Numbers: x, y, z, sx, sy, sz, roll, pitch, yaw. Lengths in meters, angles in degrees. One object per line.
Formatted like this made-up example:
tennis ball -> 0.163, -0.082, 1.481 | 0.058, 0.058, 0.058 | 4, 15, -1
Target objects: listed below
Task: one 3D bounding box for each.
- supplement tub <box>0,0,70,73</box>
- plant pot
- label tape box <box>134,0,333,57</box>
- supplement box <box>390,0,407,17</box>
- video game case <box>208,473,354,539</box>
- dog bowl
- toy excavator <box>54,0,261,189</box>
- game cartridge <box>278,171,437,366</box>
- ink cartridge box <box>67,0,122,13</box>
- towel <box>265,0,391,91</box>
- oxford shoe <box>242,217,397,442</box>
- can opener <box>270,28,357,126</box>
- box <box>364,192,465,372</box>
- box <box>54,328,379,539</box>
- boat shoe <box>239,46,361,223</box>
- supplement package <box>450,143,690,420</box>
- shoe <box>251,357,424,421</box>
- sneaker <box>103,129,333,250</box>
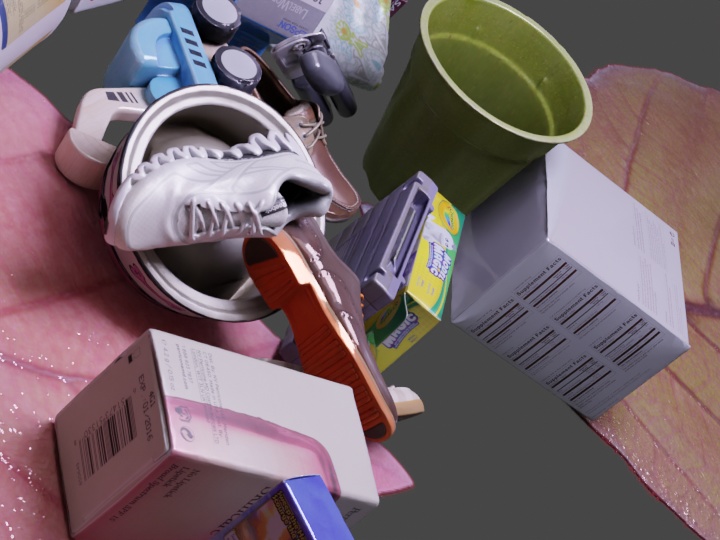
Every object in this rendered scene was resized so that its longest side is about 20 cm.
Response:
supplement tub -> -0.318, -0.229, 1.470 | 0.144, 0.144, 0.200 | 44, 31, -7
plant pot -> 0.098, -0.145, 1.839 | 0.200, 0.190, 0.200 | 22, 42, -21
label tape box -> -0.098, -0.279, 1.735 | 0.144, 0.200, 0.063 | 22, 21, -36
supplement box -> -0.047, -0.355, 2.025 | 0.200, 0.061, 0.109 | 22, 42, -35
video game case -> -0.052, 0.269, 1.227 | 0.045, 0.181, 0.200 | -2, 58, -52
dog bowl -> -0.130, -0.050, 1.520 | 0.200, 0.074, 0.201 | 9, 74, -35
toy excavator -> -0.192, -0.154, 1.616 | 0.199, 0.100, 0.195 | 0, 55, -34
game cartridge -> 0.000, 0.000, 1.632 | 0.038, 0.130, 0.200 | 41, 32, -11
ink cartridge box -> -0.208, -0.332, 1.709 | 0.086, 0.147, 0.200 | 44, 30, 11
towel -> -0.037, -0.307, 1.929 | 0.171, 0.048, 0.201 | 16, 73, -37
oxford shoe -> -0.016, 0.043, 1.484 | 0.073, 0.071, 0.200 | -29, 90, -40
can opener -> -0.039, -0.175, 1.769 | 0.200, 0.053, 0.067 | 57, 13, -71
box -> 0.032, 0.022, 1.661 | 0.048, 0.117, 0.200 | 40, 33, -13
box -> -0.106, 0.141, 1.350 | 0.200, 0.128, 0.109 | 19, 42, -39
boat shoe -> -0.070, -0.129, 1.741 | 0.200, 0.072, 0.076 | 45, 31, -6
supplement package -> 0.212, 0.005, 1.875 | 0.200, 0.147, 0.192 | 35, 33, -21
shoe -> -0.021, 0.103, 1.546 | 0.200, 0.070, 0.054 | 6, 72, -46
sneaker -> -0.108, -0.055, 1.428 | 0.200, 0.075, 0.081 | -20, 45, -36
